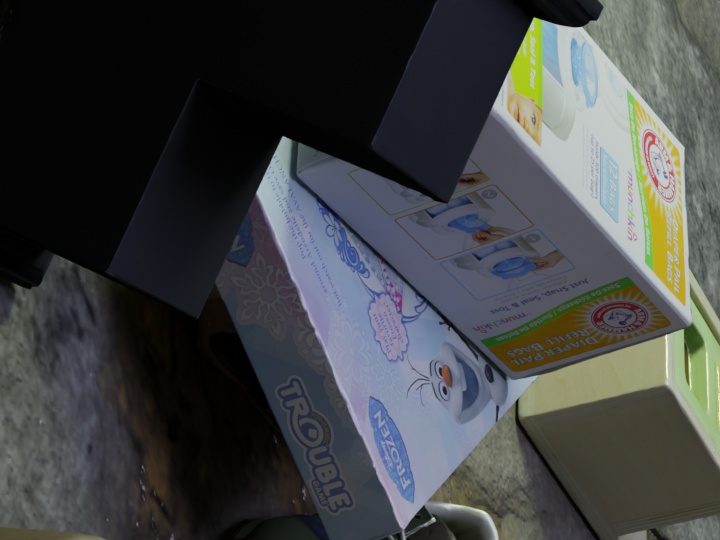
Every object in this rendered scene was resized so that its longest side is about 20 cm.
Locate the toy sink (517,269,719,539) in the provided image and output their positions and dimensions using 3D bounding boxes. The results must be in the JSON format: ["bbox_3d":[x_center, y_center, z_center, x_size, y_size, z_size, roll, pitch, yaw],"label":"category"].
[{"bbox_3d":[0.192,0.090,1.792,0.200,0.111,0.131,55,29,-42],"label":"toy sink"}]

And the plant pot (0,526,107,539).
[{"bbox_3d":[-0.143,0.151,0.819,0.200,0.174,0.201,-14,90,-70],"label":"plant pot"}]

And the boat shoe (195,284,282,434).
[{"bbox_3d":[-0.024,0.052,1.337,0.200,0.075,0.072,42,42,-41],"label":"boat shoe"}]

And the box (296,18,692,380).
[{"bbox_3d":[0.067,-0.052,1.281,0.200,0.101,0.113,44,38,-42],"label":"box"}]

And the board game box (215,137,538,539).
[{"bbox_3d":[0.000,0.000,1.284,0.201,0.043,0.199,67,27,-9],"label":"board game box"}]

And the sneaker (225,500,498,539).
[{"bbox_3d":[0.005,0.141,1.314,0.200,0.089,0.068,-5,82,-68],"label":"sneaker"}]

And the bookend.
[{"bbox_3d":[-0.042,-0.062,1.070,0.092,0.199,0.200,31,82,-61],"label":"bookend"}]
